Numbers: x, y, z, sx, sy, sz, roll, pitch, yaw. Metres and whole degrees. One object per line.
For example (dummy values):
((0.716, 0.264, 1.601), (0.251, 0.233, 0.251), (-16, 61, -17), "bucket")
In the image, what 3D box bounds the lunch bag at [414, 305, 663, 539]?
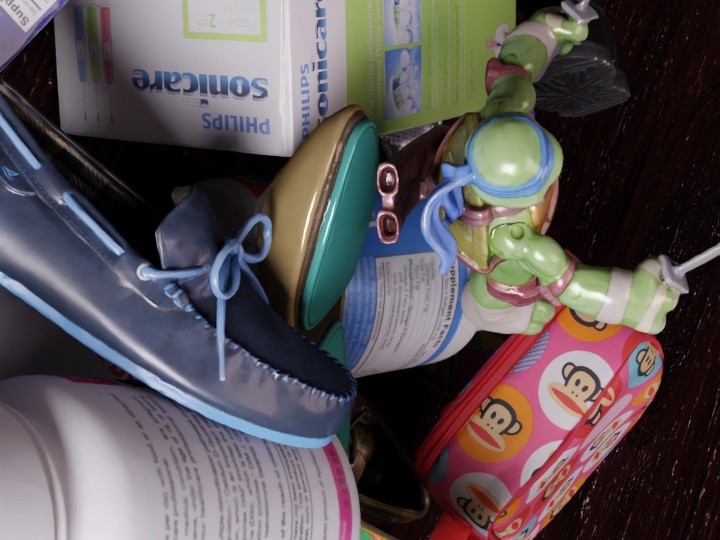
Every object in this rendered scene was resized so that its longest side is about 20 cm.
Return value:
((0.102, 0.104, 0.920), (0.177, 0.082, 0.200), (-49, 163, -7), "lunch bag")

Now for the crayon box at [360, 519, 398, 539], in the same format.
((-0.009, 0.156, 0.776), (0.118, 0.200, 0.059), (30, 82, -13), "crayon box")

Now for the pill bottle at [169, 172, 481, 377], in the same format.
((0.000, 0.000, 0.820), (0.198, 0.112, 0.114), (-7, 105, -40), "pill bottle")

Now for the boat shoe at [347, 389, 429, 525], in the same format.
((-0.018, 0.091, 0.893), (0.200, 0.067, 0.073), (45, 62, -50), "boat shoe")

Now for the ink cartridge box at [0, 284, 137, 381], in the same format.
((-0.172, 0.093, 0.651), (0.201, 0.083, 0.146), (-62, 141, -26), "ink cartridge box")

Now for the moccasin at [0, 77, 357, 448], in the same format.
((-0.080, -0.003, 0.583), (0.199, 0.081, 0.069), (32, 101, -15), "moccasin")

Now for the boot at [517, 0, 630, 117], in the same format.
((0.104, -0.203, 0.932), (0.165, 0.065, 0.202), (9, 67, -74), "boot")

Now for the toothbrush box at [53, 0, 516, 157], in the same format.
((-0.031, -0.116, 0.755), (0.199, 0.144, 0.087), (-21, 114, -51), "toothbrush box")

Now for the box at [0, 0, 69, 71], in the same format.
((-0.175, -0.126, 0.584), (0.200, 0.032, 0.121), (-50, 124, -12), "box")

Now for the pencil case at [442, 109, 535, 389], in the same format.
((0.083, -0.019, 1.005), (0.088, 0.088, 0.202), (-39, 129, -45), "pencil case")

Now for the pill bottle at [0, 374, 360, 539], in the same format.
((-0.098, 0.098, 0.586), (0.199, 0.112, 0.115), (10, 90, -56), "pill bottle")

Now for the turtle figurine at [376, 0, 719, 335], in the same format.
((0.104, -0.042, 0.700), (0.200, 0.144, 0.194), (-43, 175, -11), "turtle figurine")

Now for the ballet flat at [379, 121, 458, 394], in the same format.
((0.017, -0.014, 0.936), (0.072, 0.071, 0.203), (-29, 121, -49), "ballet flat")

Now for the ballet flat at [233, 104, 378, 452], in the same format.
((-0.034, 0.014, 0.674), (0.069, 0.062, 0.202), (-50, 152, -52), "ballet flat")
